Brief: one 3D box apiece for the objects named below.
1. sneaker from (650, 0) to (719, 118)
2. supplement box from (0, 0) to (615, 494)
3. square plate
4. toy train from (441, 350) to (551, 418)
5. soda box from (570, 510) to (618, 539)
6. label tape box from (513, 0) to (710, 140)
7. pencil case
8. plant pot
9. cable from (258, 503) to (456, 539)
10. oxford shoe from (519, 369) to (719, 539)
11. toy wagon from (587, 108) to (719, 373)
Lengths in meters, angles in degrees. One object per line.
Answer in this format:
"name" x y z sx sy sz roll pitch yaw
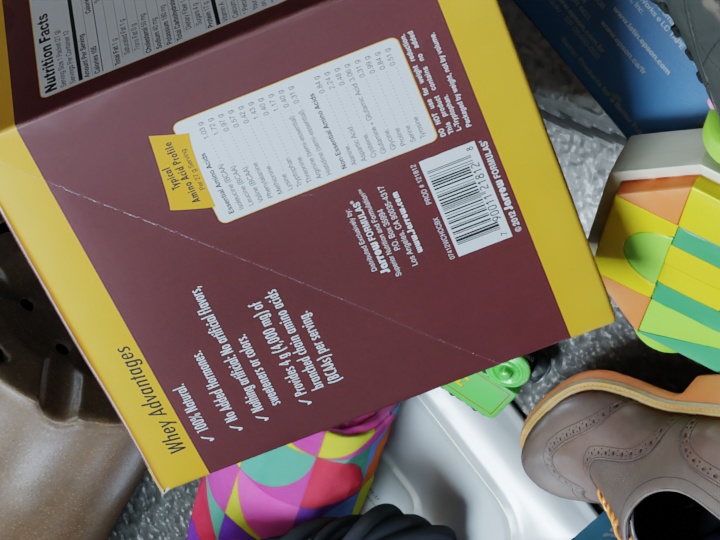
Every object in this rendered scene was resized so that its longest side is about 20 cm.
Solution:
"sneaker" 0.125 -0.108 0.915 0.099 0.071 0.200 -5 103 43
"supplement box" -0.031 -0.051 0.976 0.200 0.133 0.197 -21 129 5
"square plate" 0.009 0.107 1.243 0.200 0.028 0.198 52 135 7
"toy train" 0.000 0.000 1.145 0.200 0.042 0.056 34 135 -6
"soda box" 0.191 0.149 1.078 0.200 0.068 0.064 5 115 40
"label tape box" 0.144 -0.155 0.963 0.143 0.066 0.200 52 133 6
"pencil case" -0.039 0.109 1.205 0.088 0.088 0.200 37 132 21
"plant pot" -0.195 0.084 1.304 0.200 0.200 0.198 47 127 12
"cable" -0.041 0.186 1.180 0.163 0.200 0.051 83 168 -49
"oxford shoe" 0.123 0.091 1.075 0.071 0.073 0.200 38 158 -18
"toy wagon" 0.190 0.012 0.988 0.200 0.040 0.155 27 150 10
